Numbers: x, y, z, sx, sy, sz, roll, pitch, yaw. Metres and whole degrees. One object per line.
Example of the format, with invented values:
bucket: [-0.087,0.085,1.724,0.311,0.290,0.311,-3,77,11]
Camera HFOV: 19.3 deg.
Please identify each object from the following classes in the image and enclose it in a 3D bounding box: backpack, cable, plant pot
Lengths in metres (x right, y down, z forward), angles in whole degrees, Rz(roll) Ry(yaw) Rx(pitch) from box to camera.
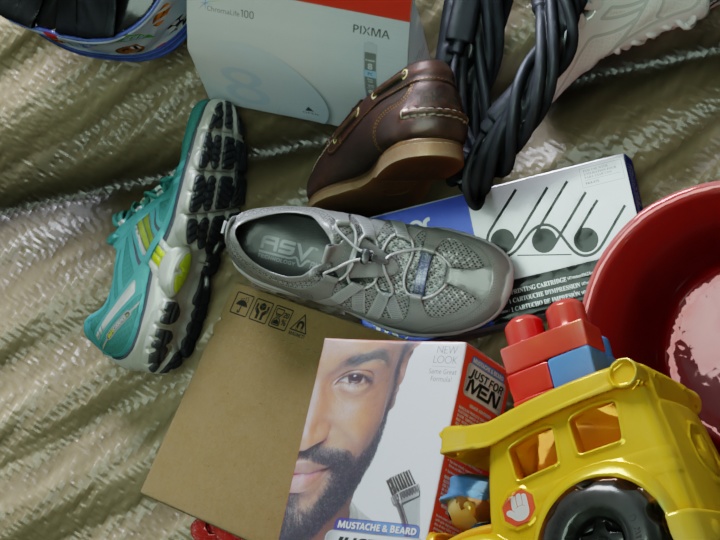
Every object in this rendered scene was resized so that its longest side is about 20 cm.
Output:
backpack: [-0.174,-0.242,1.463,0.200,0.154,0.191,18,83,22]
cable: [0.099,-0.136,1.387,0.051,0.163,0.200,16,76,-23]
plant pot: [0.245,0.049,1.320,0.200,0.177,0.201,-1,86,15]

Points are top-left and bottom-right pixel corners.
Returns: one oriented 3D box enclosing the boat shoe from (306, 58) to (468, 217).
boat shoe: [0.017,-0.082,1.396,0.070,0.200,0.070,1,77,-25]

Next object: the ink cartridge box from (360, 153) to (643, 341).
ink cartridge box: [0.095,-0.008,1.431,0.200,0.044,0.094,-14,81,13]

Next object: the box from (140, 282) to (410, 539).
box: [-0.041,0.107,1.413,0.200,0.021,0.164,18,80,37]

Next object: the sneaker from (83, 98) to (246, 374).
sneaker: [-0.139,-0.029,1.479,0.080,0.077,0.200,21,91,23]

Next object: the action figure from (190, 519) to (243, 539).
action figure: [-0.031,0.167,1.430,0.200,0.065,0.052,-8,122,29]

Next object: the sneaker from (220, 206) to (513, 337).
sneaker: [0.000,0.000,1.389,0.200,0.082,0.075,7,86,16]

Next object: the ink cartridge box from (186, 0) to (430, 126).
ink cartridge box: [-0.041,-0.160,1.398,0.160,0.200,0.047,13,70,15]

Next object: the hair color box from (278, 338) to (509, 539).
hair color box: [0.015,0.146,1.303,0.111,0.064,0.200,0,68,35]

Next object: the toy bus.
toy bus: [0.107,0.123,1.206,0.200,0.136,0.192,-27,66,22]

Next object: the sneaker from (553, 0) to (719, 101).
sneaker: [0.188,-0.180,1.410,0.081,0.075,0.200,41,102,-5]
